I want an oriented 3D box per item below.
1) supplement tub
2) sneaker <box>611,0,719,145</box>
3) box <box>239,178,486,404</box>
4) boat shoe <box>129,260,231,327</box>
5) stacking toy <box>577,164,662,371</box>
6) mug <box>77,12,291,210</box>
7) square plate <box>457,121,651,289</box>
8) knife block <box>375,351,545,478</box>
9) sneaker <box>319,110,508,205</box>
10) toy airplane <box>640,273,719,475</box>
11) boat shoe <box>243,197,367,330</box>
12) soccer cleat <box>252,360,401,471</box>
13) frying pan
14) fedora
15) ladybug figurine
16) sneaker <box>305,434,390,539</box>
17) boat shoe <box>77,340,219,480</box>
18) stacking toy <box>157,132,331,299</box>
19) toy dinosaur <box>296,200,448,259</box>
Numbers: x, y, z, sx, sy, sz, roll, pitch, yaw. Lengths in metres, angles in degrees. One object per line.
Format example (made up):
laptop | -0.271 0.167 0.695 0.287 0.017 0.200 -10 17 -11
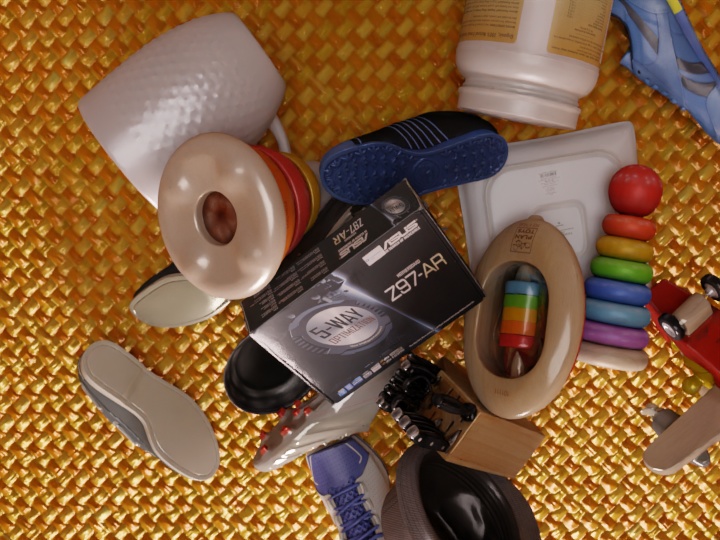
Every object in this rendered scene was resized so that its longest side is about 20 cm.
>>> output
supplement tub | 0.170 -0.248 0.794 0.140 0.145 0.206 11 99 1
sneaker | 0.316 -0.205 0.839 0.077 0.066 0.202 -31 96 18
box | 0.007 0.028 0.796 0.198 0.044 0.160 -35 136 7
boat shoe | -0.166 0.000 0.893 0.197 0.068 0.072 -29 126 19
stacking toy | 0.264 -0.006 0.836 0.083 0.085 0.206 8 93 1
mug | -0.153 -0.146 0.833 0.174 0.148 0.201 -38 117 0
square plate | 0.210 -0.043 0.882 0.194 0.028 0.204 -9 99 3
knife block | 0.108 0.162 0.843 0.198 0.176 0.064 37 100 -4
sneaker | 0.048 -0.118 0.833 0.195 0.078 0.072 -8 122 -13
toy airplane | 0.389 0.113 0.841 0.194 0.141 0.204 2 71 12
boat shoe | -0.055 -0.012 0.891 0.200 0.057 0.067 -45 130 11
soccer cleat | -0.031 0.163 0.901 0.199 0.069 0.078 -41 107 1
frying pan | -0.079 0.073 0.887 0.113 0.031 0.193 20 107 -33
fedora | 0.096 0.279 0.879 0.197 0.179 0.090 29 126 -27
ladybug figurine | 0.171 0.047 0.828 0.134 0.071 0.206 8 86 46
sneaker | 0.008 0.288 0.897 0.079 0.115 0.203 -23 97 5
boat shoe | -0.240 0.162 0.927 0.200 0.073 0.061 46 141 -11
stacking toy | -0.085 -0.065 0.796 0.143 0.199 0.150 8 107 29
toy dinosaur | 0.000 0.000 0.838 0.199 0.077 0.102 -41 125 3
